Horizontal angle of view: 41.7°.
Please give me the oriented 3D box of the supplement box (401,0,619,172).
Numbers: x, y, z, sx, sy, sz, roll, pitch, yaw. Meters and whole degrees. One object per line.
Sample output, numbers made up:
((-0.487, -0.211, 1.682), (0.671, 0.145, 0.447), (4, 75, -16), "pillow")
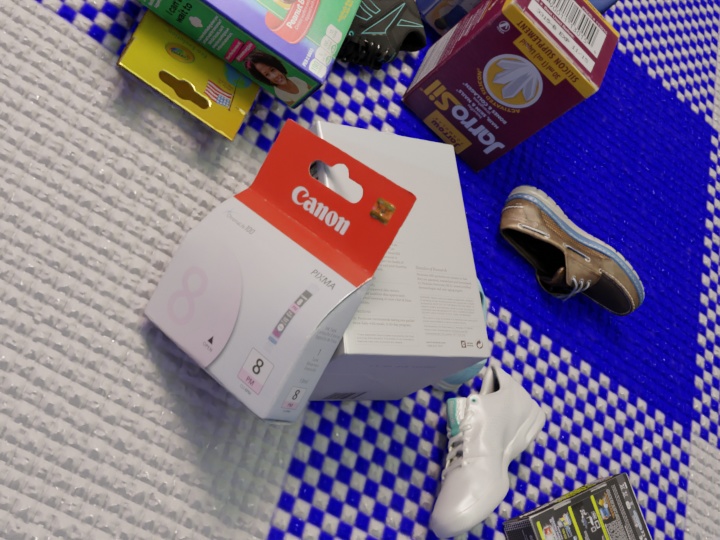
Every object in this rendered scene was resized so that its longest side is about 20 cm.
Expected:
((0.159, -0.221, 1.028), (0.130, 0.199, 0.104), (39, 53, -13), "supplement box")

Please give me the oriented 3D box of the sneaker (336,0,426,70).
((0.002, -0.257, 1.016), (0.199, 0.075, 0.080), (-29, 90, -39), "sneaker")

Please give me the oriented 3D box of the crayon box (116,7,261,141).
((-0.148, -0.221, 0.908), (0.126, 0.051, 0.203), (33, 54, -19), "crayon box")

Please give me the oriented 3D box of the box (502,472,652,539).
((0.241, 0.324, 0.947), (0.158, 0.044, 0.204), (-11, 77, -37), "box")

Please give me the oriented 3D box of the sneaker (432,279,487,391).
((0.096, 0.014, 0.956), (0.073, 0.082, 0.204), (2, 69, -35), "sneaker")

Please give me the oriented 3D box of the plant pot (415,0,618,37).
((0.192, -0.340, 1.113), (0.199, 0.199, 0.181), (40, 58, -14), "plant pot")

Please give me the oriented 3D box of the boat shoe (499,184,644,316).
((0.234, -0.005, 1.078), (0.199, 0.072, 0.073), (38, 57, -3), "boat shoe")

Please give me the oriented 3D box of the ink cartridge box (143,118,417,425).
((-0.069, -0.008, 0.749), (0.162, 0.203, 0.057), (34, 11, 34), "ink cartridge box")

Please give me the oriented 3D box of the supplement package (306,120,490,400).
((0.000, 0.000, 0.850), (0.149, 0.150, 0.204), (5, 67, -32), "supplement package")

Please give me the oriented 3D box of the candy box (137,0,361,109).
((-0.098, -0.280, 0.875), (0.198, 0.077, 0.172), (31, 65, -18), "candy box")

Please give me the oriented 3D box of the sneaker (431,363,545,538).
((0.105, 0.166, 0.903), (0.089, 0.075, 0.200), (53, 40, -8), "sneaker")
